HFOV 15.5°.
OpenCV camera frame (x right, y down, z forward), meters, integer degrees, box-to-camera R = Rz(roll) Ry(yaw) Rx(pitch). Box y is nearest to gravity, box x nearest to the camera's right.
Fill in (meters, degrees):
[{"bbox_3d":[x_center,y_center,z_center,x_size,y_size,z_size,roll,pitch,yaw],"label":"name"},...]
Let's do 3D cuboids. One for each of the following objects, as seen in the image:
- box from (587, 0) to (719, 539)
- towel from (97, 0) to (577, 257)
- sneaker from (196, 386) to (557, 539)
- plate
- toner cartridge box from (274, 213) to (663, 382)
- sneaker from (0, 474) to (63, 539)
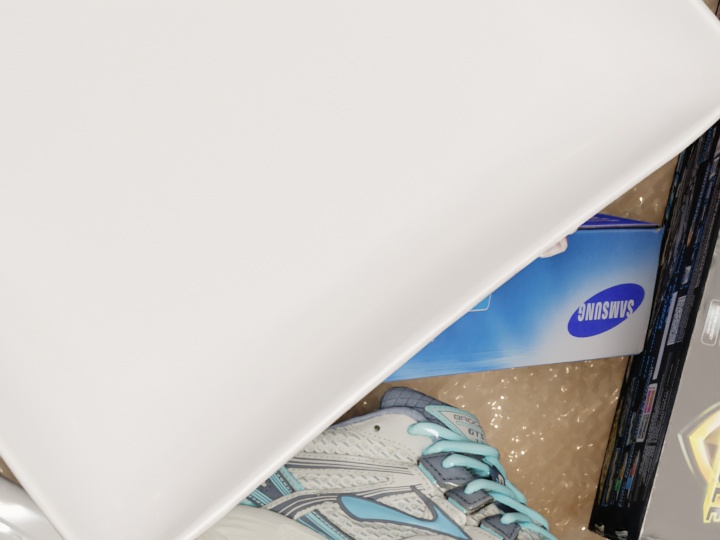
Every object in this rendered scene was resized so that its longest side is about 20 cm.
[{"bbox_3d":[0.120,-0.008,0.813,0.046,0.159,0.201,15,85,1],"label":"box"},{"bbox_3d":[-0.012,-0.079,0.772,0.146,0.200,0.030,22,113,-14],"label":"towel"},{"bbox_3d":[0.021,0.078,0.786,0.078,0.200,0.086,45,65,-51],"label":"sneaker"},{"bbox_3d":[-0.042,-0.057,0.646,0.199,0.032,0.200,-38,78,-11],"label":"plate"},{"bbox_3d":[0.000,0.000,0.760,0.200,0.095,0.043,-2,104,-57],"label":"toner cartridge box"},{"bbox_3d":[-0.089,0.138,0.774,0.200,0.073,0.112,42,77,-38],"label":"sneaker"}]
